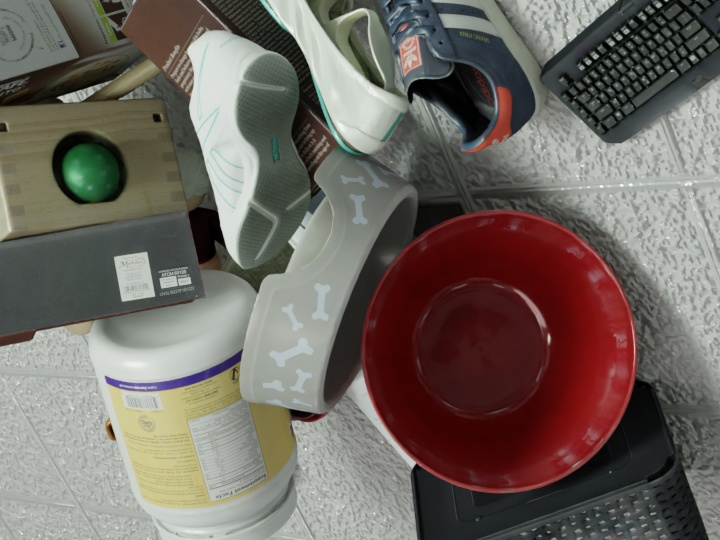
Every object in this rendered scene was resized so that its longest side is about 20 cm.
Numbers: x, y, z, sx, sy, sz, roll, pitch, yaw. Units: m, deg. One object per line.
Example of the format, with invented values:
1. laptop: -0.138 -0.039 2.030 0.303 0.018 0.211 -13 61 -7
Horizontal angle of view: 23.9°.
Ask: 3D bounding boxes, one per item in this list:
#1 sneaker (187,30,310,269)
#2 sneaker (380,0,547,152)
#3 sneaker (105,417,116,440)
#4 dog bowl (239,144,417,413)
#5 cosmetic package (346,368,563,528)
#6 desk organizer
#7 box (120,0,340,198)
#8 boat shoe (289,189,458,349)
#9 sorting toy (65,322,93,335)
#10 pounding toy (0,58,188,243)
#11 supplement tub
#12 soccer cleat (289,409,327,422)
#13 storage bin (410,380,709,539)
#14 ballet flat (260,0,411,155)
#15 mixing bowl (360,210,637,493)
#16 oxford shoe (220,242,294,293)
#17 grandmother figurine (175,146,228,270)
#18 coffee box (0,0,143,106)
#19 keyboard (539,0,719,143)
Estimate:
1. sneaker: -0.085 -0.091 1.259 0.080 0.070 0.201 38 143 35
2. sneaker: 0.043 -0.167 1.155 0.200 0.085 0.075 49 143 -5
3. sneaker: -0.167 0.181 1.691 0.199 0.085 0.073 20 135 27
4. dog bowl: -0.018 0.012 1.222 0.058 0.201 0.201 22 139 11
5. cosmetic package: 0.090 0.137 1.411 0.200 0.074 0.102 49 145 -8
6. desk organizer: -0.230 0.011 1.329 0.077 0.199 0.072 143 114 -71
7. box: -0.079 -0.156 1.295 0.200 0.075 0.100 44 144 -1
8. boat shoe: -0.004 0.002 1.370 0.202 0.075 0.086 42 143 9
9. sorting toy: -0.321 -0.056 1.626 0.200 0.036 0.186 38 146 35
10. pounding toy: -0.231 -0.091 1.379 0.200 0.183 0.143 -28 73 55
11. supplement tub: -0.131 0.117 1.397 0.145 0.145 0.201 11 126 37
12. soccer cleat: -0.053 0.104 1.479 0.066 0.077 0.200 19 158 -8
13. storage bin: 0.147 0.179 1.277 0.199 0.135 0.094 -20 116 8
14. ballet flat: -0.020 -0.176 1.204 0.201 0.069 0.070 63 148 20
15. mixing bowl: 0.097 0.058 1.260 0.200 0.200 0.108 46 177 -1
16. oxford shoe: -0.099 0.028 1.469 0.058 0.075 0.201 -114 37 -53
17. grandmother figurine: -0.154 -0.014 1.494 0.061 0.120 0.201 -127 31 -55
18. coffee box: -0.267 -0.178 1.336 0.114 0.199 0.080 -28 87 51
19. keyboard: 0.177 -0.164 1.084 0.127 0.021 0.200 47 143 -3
